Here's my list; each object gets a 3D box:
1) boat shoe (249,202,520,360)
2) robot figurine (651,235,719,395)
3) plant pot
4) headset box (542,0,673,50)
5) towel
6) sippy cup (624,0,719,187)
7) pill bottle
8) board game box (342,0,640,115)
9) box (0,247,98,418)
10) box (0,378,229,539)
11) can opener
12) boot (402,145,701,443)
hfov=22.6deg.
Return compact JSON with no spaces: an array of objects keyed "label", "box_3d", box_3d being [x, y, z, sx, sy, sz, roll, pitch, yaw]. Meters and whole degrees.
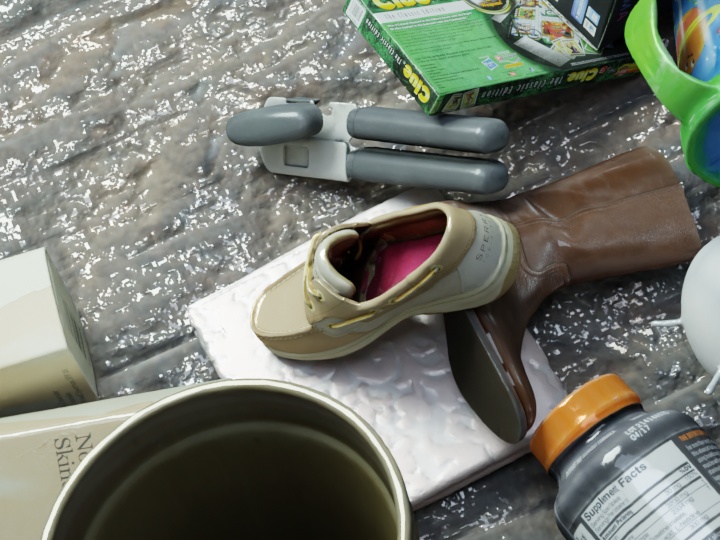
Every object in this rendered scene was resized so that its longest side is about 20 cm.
[{"label":"boat shoe","box_3d":[0.000,0.000,1.090,0.200,0.069,0.074,-21,55,36]},{"label":"robot figurine","box_3d":[0.283,0.011,1.110,0.200,0.113,0.170,-25,29,-7]},{"label":"plant pot","box_3d":[-0.051,0.188,0.967,0.199,0.174,0.200,-9,51,11]},{"label":"headset box","box_3d":[0.220,-0.269,1.201,0.200,0.174,0.093,-29,63,-26]},{"label":"towel","box_3d":[0.012,0.061,1.160,0.191,0.032,0.200,-28,64,-7]},{"label":"sippy cup","box_3d":[0.264,-0.142,1.178,0.139,0.178,0.131,-23,55,22]},{"label":"pill bottle","box_3d":[0.186,0.155,1.054,0.106,0.106,0.200,-34,65,-11]},{"label":"board game box","box_3d":[0.094,-0.159,1.208,0.200,0.023,0.105,-14,58,-37]},{"label":"box","box_3d":[-0.280,0.064,1.156,0.200,0.095,0.078,-18,64,-1]},{"label":"box","box_3d":[-0.168,0.131,1.093,0.199,0.078,0.095,-11,94,2]},{"label":"can opener","box_3d":[0.000,-0.081,1.178,0.200,0.067,0.054,9,105,37]},{"label":"boot","box_3d":[0.143,0.008,1.134,0.199,0.064,0.187,-12,57,-18]}]
